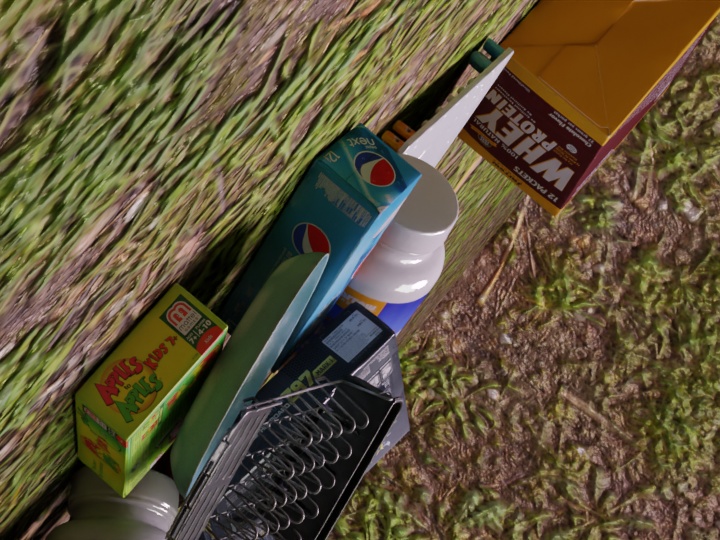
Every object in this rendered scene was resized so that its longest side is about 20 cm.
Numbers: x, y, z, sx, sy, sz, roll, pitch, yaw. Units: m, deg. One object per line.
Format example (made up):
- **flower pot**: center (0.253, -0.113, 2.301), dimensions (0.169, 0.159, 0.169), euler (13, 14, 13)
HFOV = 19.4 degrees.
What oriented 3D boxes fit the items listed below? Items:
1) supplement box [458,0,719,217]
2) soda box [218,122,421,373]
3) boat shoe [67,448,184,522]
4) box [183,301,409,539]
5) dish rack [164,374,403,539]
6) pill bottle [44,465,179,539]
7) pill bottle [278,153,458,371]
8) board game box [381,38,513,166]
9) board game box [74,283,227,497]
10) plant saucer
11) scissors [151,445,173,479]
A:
- **supplement box**: center (0.219, -0.194, 2.035), dimensions (0.197, 0.133, 0.200), euler (-48, 173, -21)
- **soda box**: center (-0.034, -0.015, 1.593), dimensions (0.068, 0.064, 0.200), euler (-44, 172, -47)
- **boat shoe**: center (-0.192, 0.181, 1.681), dimensions (0.200, 0.074, 0.073), euler (-53, -160, -12)
- **box**: center (-0.049, 0.140, 1.652), dimensions (0.200, 0.051, 0.158), euler (-43, 152, -19)
- **dish rack**: center (-0.060, 0.150, 1.514), dimensions (0.154, 0.054, 0.200), euler (-62, 159, 16)
- **pill bottle**: center (-0.186, 0.249, 1.548), dimensions (0.111, 0.110, 0.201), euler (119, -21, -62)
- **pill bottle**: center (0.000, 0.000, 1.702), dimensions (0.112, 0.112, 0.200), euler (-44, 172, -45)
- **board game box**: center (0.036, -0.092, 1.819), dimensions (0.200, 0.026, 0.200), euler (-45, 172, -46)
- **board game box**: center (-0.146, 0.087, 1.457), dimensions (0.102, 0.048, 0.200), euler (-49, 174, -17)
- **plant saucer**: center (-0.083, 0.069, 1.490), dimensions (0.201, 0.027, 0.200), euler (-60, 177, -5)
- **scissors**: center (-0.168, 0.177, 1.639), dimensions (0.014, 0.073, 0.201), euler (6, 116, -58)
